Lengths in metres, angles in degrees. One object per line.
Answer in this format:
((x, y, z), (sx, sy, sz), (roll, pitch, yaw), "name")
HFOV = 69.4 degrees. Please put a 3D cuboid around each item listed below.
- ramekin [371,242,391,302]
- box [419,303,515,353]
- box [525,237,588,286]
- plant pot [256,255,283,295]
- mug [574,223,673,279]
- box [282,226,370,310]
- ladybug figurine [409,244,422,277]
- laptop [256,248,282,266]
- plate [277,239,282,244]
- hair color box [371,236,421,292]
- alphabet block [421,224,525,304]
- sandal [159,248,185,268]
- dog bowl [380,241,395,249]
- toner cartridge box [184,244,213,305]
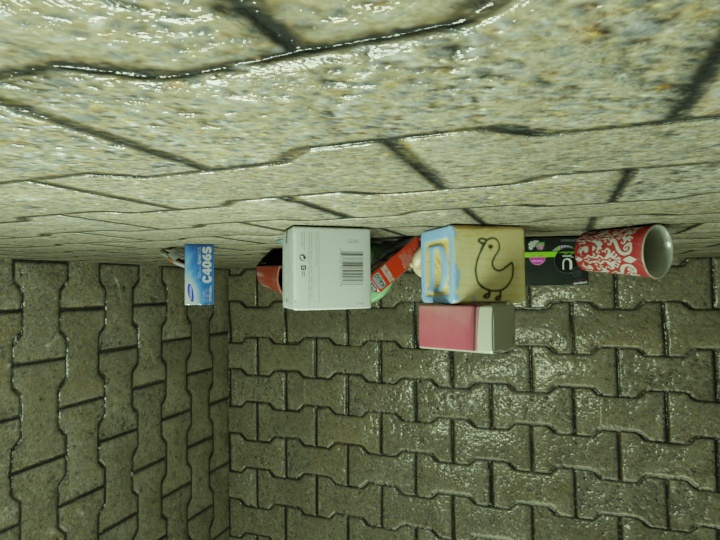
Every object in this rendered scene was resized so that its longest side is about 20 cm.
((0.000, 0.000, 1.658), (0.199, 0.201, 0.098), (-2, 171, 33), "ramekin")
((0.257, 0.136, 1.258), (0.199, 0.110, 0.128), (-2, 177, 40), "box")
((0.590, -0.027, 1.620), (0.199, 0.149, 0.124), (-1, 180, 9), "box")
((-0.325, 0.011, 2.189), (0.200, 0.202, 0.195), (1, -174, -45), "plant pot")
((0.692, -0.048, 1.360), (0.177, 0.134, 0.200), (2, 180, -31), "mug")
((-0.086, -0.004, 1.296), (0.199, 0.200, 0.131), (0, 178, -19), "box")
((0.232, -0.043, 1.486), (0.199, 0.136, 0.072), (-11, -150, -10), "ladybug figurine")
((-0.254, -0.028, 1.944), (0.176, 0.104, 0.200), (-1, 158, 23), "laptop")
((-0.161, -0.081, 1.632), (0.199, 0.026, 0.200), (-1, 177, 0), "plate")
((0.086, -0.017, 1.531), (0.200, 0.064, 0.111), (-41, -164, -22), "hair color box")
((0.283, -0.011, 1.333), (0.199, 0.196, 0.196), (-1, 180, -16), "alphabet block")
((-0.660, -0.057, 1.882), (0.206, 0.059, 0.079), (25, 178, 39), "sandal")
((0.156, -0.064, 1.751), (0.199, 0.059, 0.200), (-1, 178, 0), "dog bowl")
((-0.538, 0.014, 1.737), (0.095, 0.201, 0.043), (-1, 177, -19), "toner cartridge box")
